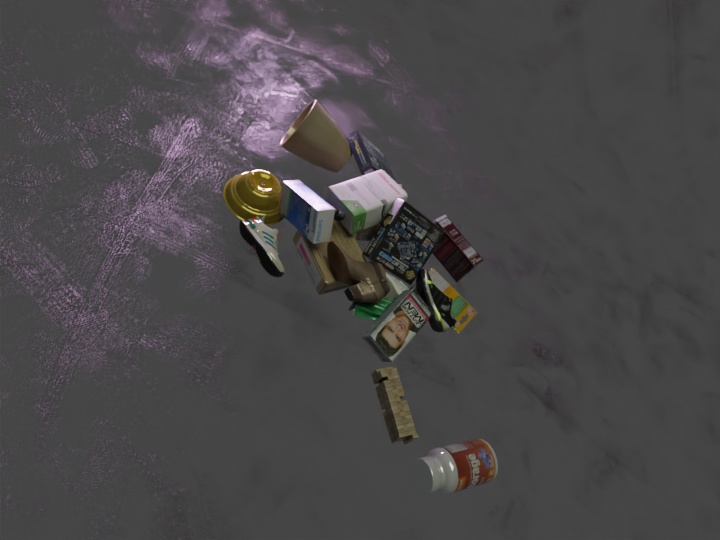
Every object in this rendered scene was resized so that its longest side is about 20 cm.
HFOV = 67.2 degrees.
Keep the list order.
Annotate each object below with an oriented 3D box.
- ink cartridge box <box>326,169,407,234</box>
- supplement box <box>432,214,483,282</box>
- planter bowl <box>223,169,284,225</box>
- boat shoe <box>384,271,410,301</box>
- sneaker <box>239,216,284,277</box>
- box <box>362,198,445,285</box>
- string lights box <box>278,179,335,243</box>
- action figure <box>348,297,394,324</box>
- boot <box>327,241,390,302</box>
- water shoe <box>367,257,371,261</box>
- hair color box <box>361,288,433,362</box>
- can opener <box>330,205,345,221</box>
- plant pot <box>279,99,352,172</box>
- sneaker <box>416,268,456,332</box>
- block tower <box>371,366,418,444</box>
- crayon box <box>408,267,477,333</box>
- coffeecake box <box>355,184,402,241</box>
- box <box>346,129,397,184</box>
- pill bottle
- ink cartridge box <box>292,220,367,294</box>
[{"bbox_3d":[0.020,-0.211,1.641,0.200,0.084,0.146,-22,55,-26],"label":"ink cartridge box"},{"bbox_3d":[0.301,-0.073,1.801,0.061,0.109,0.200,-27,75,-39],"label":"supplement box"},{"bbox_3d":[-0.298,-0.236,1.607,0.200,0.083,0.201,14,53,-20],"label":"planter bowl"},{"bbox_3d":[0.114,0.063,1.634,0.200,0.072,0.069,39,35,3],"label":"boat shoe"},{"bbox_3d":[-0.254,-0.076,1.525,0.093,0.070,0.200,-28,71,-33],"label":"sneaker"},{"bbox_3d":[0.133,-0.083,1.635,0.200,0.199,0.050,31,3,-36],"label":"box"},{"bbox_3d":[-0.155,-0.169,1.531,0.059,0.103,0.200,-12,38,-35],"label":"string lights box"},{"bbox_3d":[0.064,0.119,1.575,0.200,0.055,0.118,21,49,-18],"label":"action figure"},{"bbox_3d":[0.000,0.000,1.524,0.146,0.070,0.200,-16,83,-41],"label":"boot"},{"bbox_3d":[0.121,-0.048,1.705,0.200,0.079,0.072,1,58,-28],"label":"water shoe"},{"bbox_3d":[0.106,0.153,1.522,0.200,0.061,0.099,-45,102,-26],"label":"hair color box"},{"bbox_3d":[-0.102,-0.162,1.603,0.066,0.200,0.053,26,89,-20],"label":"can opener"},{"bbox_3d":[-0.129,-0.421,1.783,0.200,0.187,0.187,36,47,-21],"label":"plant pot"},{"bbox_3d":[0.228,0.087,1.611,0.083,0.072,0.200,-17,87,-14],"label":"sneaker"},{"bbox_3d":[0.088,0.352,1.424,0.058,0.054,0.200,-3,59,-29],"label":"block tower"},{"bbox_3d":[0.253,0.102,1.690,0.200,0.052,0.126,45,49,8],"label":"crayon box"},{"bbox_3d":[0.060,-0.188,1.733,0.153,0.073,0.200,2,49,-4],"label":"coffeecake box"},{"bbox_3d":[0.042,-0.366,1.841,0.200,0.051,0.158,24,41,-58],"label":"box"},{"bbox_3d":[0.237,0.497,1.366,0.200,0.112,0.112,-2,60,-29],"label":"pill bottle"},{"bbox_3d":[-0.084,-0.043,1.593,0.165,0.075,0.200,-13,66,-33],"label":"ink cartridge box"}]
